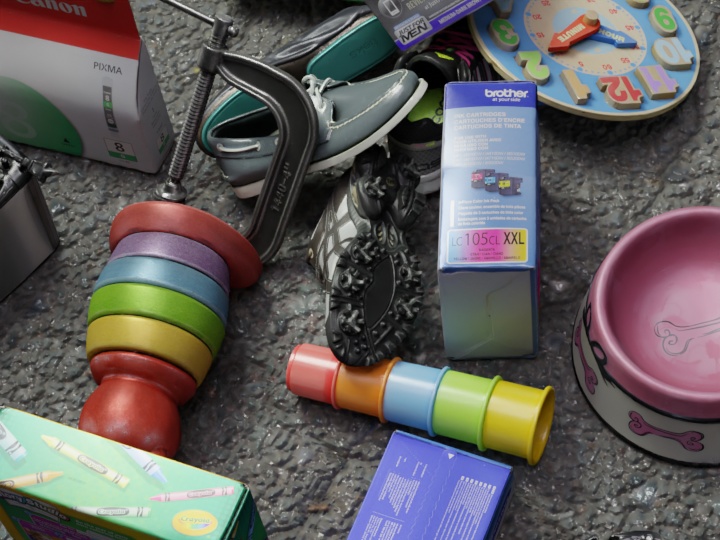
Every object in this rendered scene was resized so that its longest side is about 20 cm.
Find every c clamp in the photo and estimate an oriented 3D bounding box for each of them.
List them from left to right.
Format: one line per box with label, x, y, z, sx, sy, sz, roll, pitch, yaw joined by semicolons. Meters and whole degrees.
c clamp;-0.113;-0.106;1.455;0.170;0.201;0.027;23;26;17

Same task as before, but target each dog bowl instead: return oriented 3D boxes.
dog bowl;0.256;0.040;1.366;0.199;0.074;0.201;-4;57;6

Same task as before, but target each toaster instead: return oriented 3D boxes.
toaster;-0.356;-0.046;1.475;0.181;0.119;0.200;-42;62;-17

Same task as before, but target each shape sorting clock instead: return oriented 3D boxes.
shape sorting clock;0.185;-0.197;1.516;0.199;0.039;0.201;9;51;-11

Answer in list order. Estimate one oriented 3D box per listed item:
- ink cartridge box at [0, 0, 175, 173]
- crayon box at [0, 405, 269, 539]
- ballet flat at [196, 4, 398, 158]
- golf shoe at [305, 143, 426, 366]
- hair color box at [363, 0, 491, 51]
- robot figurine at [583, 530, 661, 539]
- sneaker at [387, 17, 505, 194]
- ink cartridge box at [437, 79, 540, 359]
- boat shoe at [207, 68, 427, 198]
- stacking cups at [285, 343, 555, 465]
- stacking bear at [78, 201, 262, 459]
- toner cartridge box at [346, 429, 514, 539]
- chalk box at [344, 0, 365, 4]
ink cartridge box;-0.247;-0.168;1.488;0.160;0.200;0.050;14;61;16
crayon box;-0.169;0.173;1.314;0.199;0.119;0.058;16;62;17
ballet flat;-0.057;-0.162;1.545;0.200;0.073;0.073;-33;60;-6
golf shoe;0.000;0.000;1.423;0.078;0.094;0.201;27;50;-20
hair color box;0.085;-0.272;1.522;0.109;0.065;0.200;-26;20;35
robot figurine;0.158;0.266;1.248;0.200;0.058;0.145;-31;60;-11
sneaker;0.072;-0.161;1.507;0.073;0.088;0.200;17;62;17
ink cartridge box;0.100;-0.051;1.406;0.076;0.137;0.201;-1;58;5
boat shoe;-0.039;-0.118;1.450;0.200;0.062;0.073;-22;24;34
stacking cups;0.044;0.090;1.375;0.199;0.061;0.061;15;61;19
stacking bear;-0.159;0.060;1.394;0.121;0.114;0.201;6;64;12
toner cartridge box;0.032;0.219;1.303;0.095;0.043;0.200;17;62;16
chalk box;-0.063;-0.324;1.587;0.199;0.125;0.124;10;39;14
